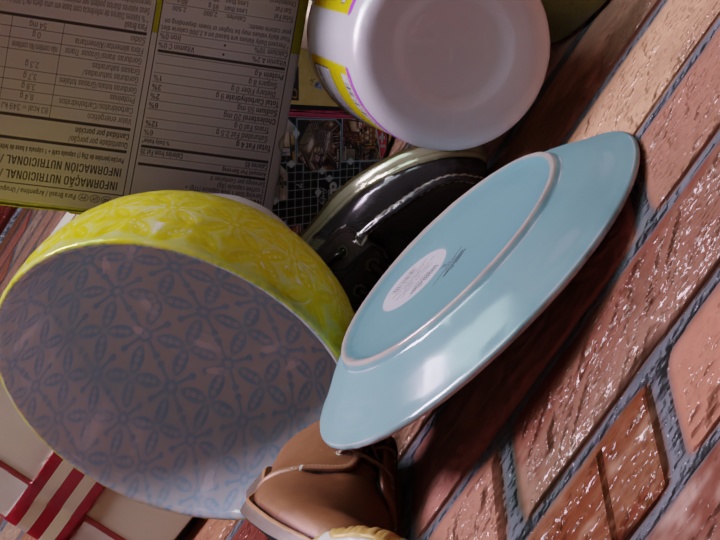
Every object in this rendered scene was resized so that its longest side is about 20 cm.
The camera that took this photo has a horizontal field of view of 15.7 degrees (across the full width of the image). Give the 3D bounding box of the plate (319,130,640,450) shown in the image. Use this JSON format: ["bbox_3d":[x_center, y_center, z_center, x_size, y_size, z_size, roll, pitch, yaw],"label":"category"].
[{"bbox_3d":[0.047,0.001,1.201,0.200,0.026,0.200,-42,14,13],"label":"plate"}]

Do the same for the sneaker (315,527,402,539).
[{"bbox_3d":[-0.035,0.171,1.086,0.200,0.075,0.088,-41,22,58],"label":"sneaker"}]

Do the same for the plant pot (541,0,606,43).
[{"bbox_3d":[0.095,-0.247,1.420,0.201,0.141,0.200,-55,12,19],"label":"plant pot"}]

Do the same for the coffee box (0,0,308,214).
[{"bbox_3d":[-0.161,-0.142,1.449,0.199,0.199,0.199,25,107,61],"label":"coffee box"}]

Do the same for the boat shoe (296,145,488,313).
[{"bbox_3d":[-0.001,0.000,1.421,0.200,0.072,0.066,-34,61,32],"label":"boat shoe"}]

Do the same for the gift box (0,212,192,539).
[{"bbox_3d":[-0.167,0.078,1.618,0.187,0.184,0.200,-51,9,27],"label":"gift box"}]

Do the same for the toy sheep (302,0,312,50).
[{"bbox_3d":[0.030,-0.211,1.631,0.200,0.138,0.138,-41,18,19],"label":"toy sheep"}]

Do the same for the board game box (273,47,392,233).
[{"bbox_3d":[-0.047,-0.100,1.660,0.035,0.135,0.201,-43,20,53],"label":"board game box"}]

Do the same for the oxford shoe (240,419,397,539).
[{"bbox_3d":[-0.011,0.102,1.208,0.071,0.071,0.200,-53,11,3],"label":"oxford shoe"}]

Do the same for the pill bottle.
[{"bbox_3d":[0.029,-0.123,1.377,0.105,0.104,0.200,-59,13,2],"label":"pill bottle"}]

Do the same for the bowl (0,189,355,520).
[{"bbox_3d":[-0.081,0.024,1.357,0.200,0.199,0.108,-47,16,45],"label":"bowl"}]
